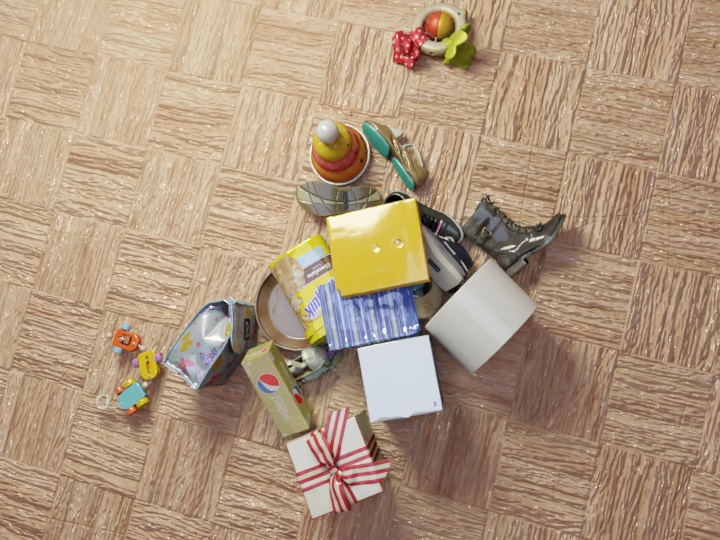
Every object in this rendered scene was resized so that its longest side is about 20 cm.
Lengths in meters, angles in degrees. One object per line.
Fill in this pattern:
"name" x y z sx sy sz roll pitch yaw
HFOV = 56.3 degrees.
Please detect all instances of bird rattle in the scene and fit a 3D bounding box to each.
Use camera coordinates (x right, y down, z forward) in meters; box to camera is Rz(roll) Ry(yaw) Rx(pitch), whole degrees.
"bird rattle" 0.172 -0.540 1.556 0.197 0.113 0.165 10 74 22

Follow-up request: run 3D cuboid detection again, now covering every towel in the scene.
"towel" 0.018 0.082 1.415 0.197 0.024 0.147 -10 80 -4

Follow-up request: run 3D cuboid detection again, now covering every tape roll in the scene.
"tape roll" 0.252 0.096 1.406 0.139 0.203 0.203 44 91 10

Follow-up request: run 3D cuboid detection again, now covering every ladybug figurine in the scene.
"ladybug figurine" 0.104 0.022 1.489 0.134 0.072 0.202 -21 78 -22

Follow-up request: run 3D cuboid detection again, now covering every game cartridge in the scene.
"game cartridge" 0.035 -0.045 1.402 0.197 0.032 0.179 -11 77 13

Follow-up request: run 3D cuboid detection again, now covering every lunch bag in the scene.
"lunch bag" -0.312 0.156 1.493 0.126 0.170 0.201 34 89 11

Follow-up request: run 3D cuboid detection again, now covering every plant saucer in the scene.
"plant saucer" -0.143 0.081 1.546 0.197 0.037 0.204 -1 85 7

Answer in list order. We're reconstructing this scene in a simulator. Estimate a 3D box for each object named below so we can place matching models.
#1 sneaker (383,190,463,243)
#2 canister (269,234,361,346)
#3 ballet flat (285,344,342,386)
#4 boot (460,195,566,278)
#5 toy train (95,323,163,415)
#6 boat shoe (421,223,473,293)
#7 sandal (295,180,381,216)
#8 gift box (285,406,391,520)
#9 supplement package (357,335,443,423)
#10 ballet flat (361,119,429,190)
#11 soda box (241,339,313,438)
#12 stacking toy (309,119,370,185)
"sneaker" 0.132 -0.111 1.487 0.199 0.099 0.071 32 108 13
"canister" -0.095 0.041 1.482 0.147 0.087 0.201 -31 80 1
"ballet flat" -0.134 0.217 1.509 0.198 0.071 0.070 -30 48 5
"boot" 0.330 -0.099 1.479 0.200 0.069 0.174 -44 80 8
"toy train" -0.537 0.234 1.578 0.148 0.056 0.203 13 83 10
"boat shoe" 0.163 -0.051 1.466 0.201 0.093 0.074 52 135 -6
"sandal" -0.052 -0.163 1.555 0.197 0.054 0.082 1 90 -7
"gift box" -0.036 0.392 1.423 0.198 0.187 0.186 -28 82 5
"supplement package" 0.089 0.223 1.416 0.150 0.200 0.153 -11 83 6
"ballet flat" 0.087 -0.277 1.542 0.072 0.068 0.201 -36 80 -18
"soda box" -0.178 0.258 1.462 0.067 0.064 0.202 -22 106 12
"stacking toy" -0.060 -0.278 1.488 0.144 0.200 0.148 -1 84 8
